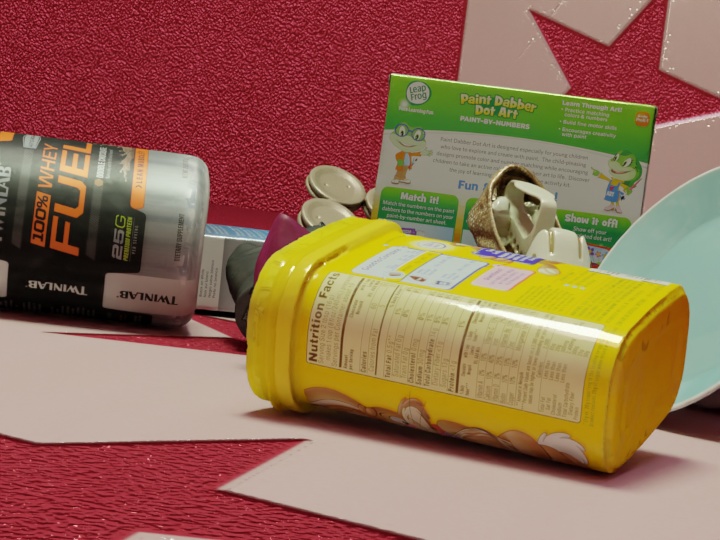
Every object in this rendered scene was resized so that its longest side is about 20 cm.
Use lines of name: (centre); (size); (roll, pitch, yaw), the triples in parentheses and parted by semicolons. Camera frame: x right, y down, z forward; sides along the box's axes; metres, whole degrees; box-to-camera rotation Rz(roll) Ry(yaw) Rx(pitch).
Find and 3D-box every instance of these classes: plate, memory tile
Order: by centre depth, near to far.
plate: (0.216, 0.014, 1.158); (0.026, 0.201, 0.200); (40, -13, -27)
memory tile: (0.042, -0.009, 1.452); (0.199, 0.017, 0.154); (21, 35, -9)

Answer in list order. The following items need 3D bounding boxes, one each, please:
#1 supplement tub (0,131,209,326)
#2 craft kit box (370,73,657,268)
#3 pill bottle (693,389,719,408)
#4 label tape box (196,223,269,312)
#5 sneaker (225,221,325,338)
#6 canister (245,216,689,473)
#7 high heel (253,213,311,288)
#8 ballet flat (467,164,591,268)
supplement tub: (-0.209, -0.030, 1.279); (0.199, 0.123, 0.123); (6, 4, -8)
craft kit box: (0.105, -0.033, 1.339); (0.199, 0.199, 0.049); (8, -3, 8)
pill bottle: (0.300, 0.040, 1.273); (0.199, 0.114, 0.113); (5, 5, -40)
label tape box: (-0.164, -0.008, 1.476); (0.199, 0.067, 0.143); (4, 4, -10)
sneaker: (0.000, 0.000, 1.275); (0.199, 0.076, 0.091); (0, 31, -23)
canister: (0.060, 0.037, 0.975); (0.199, 0.087, 0.148); (11, 18, 24)
high heel: (0.010, 0.017, 1.191); (0.067, 0.097, 0.199); (10, 5, 38)
ballet flat: (0.117, -0.010, 1.216); (0.070, 0.066, 0.200); (6, 29, -21)
